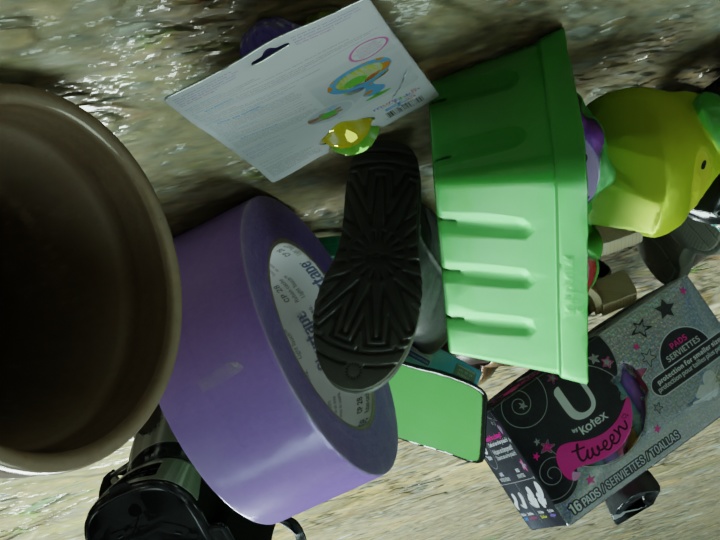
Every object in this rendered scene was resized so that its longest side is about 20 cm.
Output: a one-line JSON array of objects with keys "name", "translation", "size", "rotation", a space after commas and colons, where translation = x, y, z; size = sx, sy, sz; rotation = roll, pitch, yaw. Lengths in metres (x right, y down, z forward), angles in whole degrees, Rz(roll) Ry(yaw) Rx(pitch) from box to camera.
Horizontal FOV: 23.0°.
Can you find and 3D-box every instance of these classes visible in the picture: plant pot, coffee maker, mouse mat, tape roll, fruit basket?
[{"name": "plant pot", "translation": [-0.225, 0.016, 0.950], "size": [0.174, 0.201, 0.200], "rotation": [-11, 170, 41]}, {"name": "coffee maker", "translation": [-0.117, 0.201, 1.392], "size": [0.135, 0.192, 0.200], "rotation": [-48, -169, 21]}, {"name": "mouse mat", "translation": [0.001, 0.089, 1.341], "size": [0.199, 0.008, 0.161], "rotation": [17, 156, 10]}, {"name": "tape roll", "translation": [-0.059, 0.058, 1.158], "size": [0.085, 0.201, 0.200], "rotation": [-26, 160, 16]}, {"name": "fruit basket", "translation": [0.146, -0.046, 1.114], "size": [0.215, 0.156, 0.216], "rotation": [-1, 136, -1]}]

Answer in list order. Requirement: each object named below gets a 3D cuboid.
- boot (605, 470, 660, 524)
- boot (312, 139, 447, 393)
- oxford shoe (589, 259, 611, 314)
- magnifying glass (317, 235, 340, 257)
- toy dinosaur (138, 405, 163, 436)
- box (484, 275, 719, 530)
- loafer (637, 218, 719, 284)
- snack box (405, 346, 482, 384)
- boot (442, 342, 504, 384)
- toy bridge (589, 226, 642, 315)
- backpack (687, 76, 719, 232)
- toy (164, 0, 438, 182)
[{"name": "boot", "translation": [0.194, 0.118, 1.559], "size": [0.065, 0.201, 0.165], "rotation": [-24, 160, 13]}, {"name": "boot", "translation": [0.024, 0.020, 1.208], "size": [0.072, 0.183, 0.200], "rotation": [11, 161, 9]}, {"name": "oxford shoe", "translation": [0.142, -0.006, 1.413], "size": [0.073, 0.071, 0.200], "rotation": [-51, 152, 7]}, {"name": "magnifying glass", "translation": [0.000, 0.000, 1.327], "size": [0.200, 0.022, 0.079], "rotation": [-1, 156, -47]}, {"name": "toy dinosaur", "translation": [-0.222, 0.106, 1.316], "size": [0.199, 0.077, 0.102], "rotation": [-20, 148, -12]}, {"name": "box", "translation": [0.201, 0.108, 1.444], "size": [0.200, 0.115, 0.132], "rotation": [-34, 176, -12]}, {"name": "loafer", "translation": [0.276, -0.046, 1.425], "size": [0.063, 0.072, 0.200], "rotation": [-33, 170, -14]}, {"name": "snack box", "translation": [-0.001, 0.088, 1.397], "size": [0.116, 0.037, 0.200], "rotation": [29, 156, -15]}, {"name": "boot", "translation": [0.048, 0.045, 1.447], "size": [0.166, 0.073, 0.200], "rotation": [13, 170, -23]}, {"name": "toy bridge", "translation": [0.179, -0.025, 1.343], "size": [0.067, 0.027, 0.200], "rotation": [-20, 145, -9]}, {"name": "backpack", "translation": [0.299, -0.082, 1.243], "size": [0.167, 0.127, 0.200], "rotation": [-33, 160, 24]}, {"name": "toy", "translation": [-0.031, -0.109, 0.973], "size": [0.115, 0.047, 0.200], "rotation": [-26, 163, 8]}]
